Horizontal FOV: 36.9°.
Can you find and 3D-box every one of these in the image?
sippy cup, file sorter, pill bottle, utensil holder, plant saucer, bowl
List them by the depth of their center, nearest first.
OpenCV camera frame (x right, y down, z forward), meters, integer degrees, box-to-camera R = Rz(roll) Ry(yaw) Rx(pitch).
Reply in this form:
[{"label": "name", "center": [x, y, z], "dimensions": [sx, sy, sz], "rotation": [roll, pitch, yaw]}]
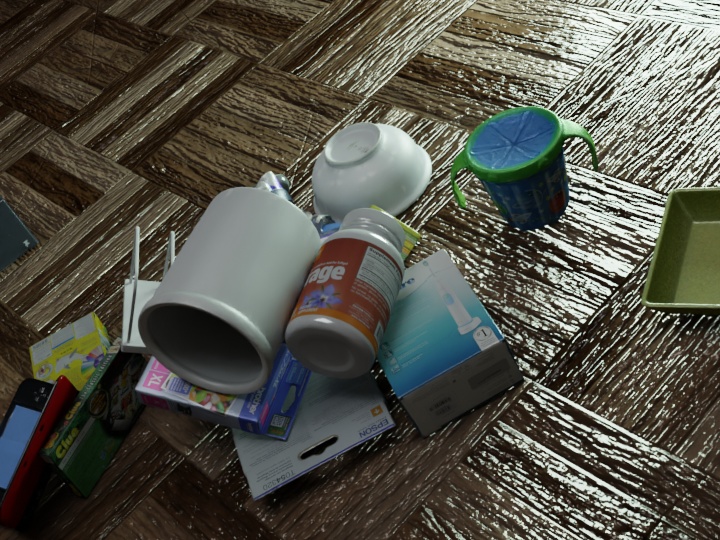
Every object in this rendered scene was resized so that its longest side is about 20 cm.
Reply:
[{"label": "plant saucer", "center": [0.452, -0.015, 1.275], "dimensions": [0.199, 0.048, 0.200], "rotation": [0, 48, 30]}, {"label": "pill bottle", "center": [-0.011, 0.023, 1.321], "dimensions": [0.112, 0.112, 0.200], "rotation": [-3, 47, 28]}, {"label": "utensil holder", "center": [-0.155, 0.021, 1.322], "dimensions": [0.169, 0.170, 0.200], "rotation": [-2, 46, 28]}, {"label": "sippy cup", "center": [0.223, -0.130, 1.465], "dimensions": [0.177, 0.131, 0.140], "rotation": [14, 54, 39]}, {"label": "file sorter", "center": [-0.219, 0.029, 1.485], "dimensions": [0.199, 0.125, 0.139], "rotation": [6, 38, -15]}, {"label": "bowl", "center": [0.003, -0.163, 1.661], "dimensions": [0.200, 0.090, 0.201], "rotation": [-17, 41, 15]}]

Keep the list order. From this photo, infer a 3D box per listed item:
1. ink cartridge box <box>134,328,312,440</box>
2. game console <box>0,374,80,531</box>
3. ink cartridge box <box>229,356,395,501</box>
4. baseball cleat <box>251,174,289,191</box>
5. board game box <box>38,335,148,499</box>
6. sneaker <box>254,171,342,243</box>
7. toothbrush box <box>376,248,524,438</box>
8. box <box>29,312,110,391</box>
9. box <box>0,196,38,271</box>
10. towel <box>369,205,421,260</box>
[{"label": "ink cartridge box", "center": [-0.169, 0.134, 1.364], "dimensions": [0.199, 0.042, 0.120], "rotation": [14, 56, 11]}, {"label": "game console", "center": [-0.463, 0.232, 1.441], "dimensions": [0.172, 0.119, 0.201], "rotation": [10, 68, 31]}, {"label": "ink cartridge box", "center": [-0.067, 0.183, 1.367], "dimensions": [0.196, 0.043, 0.200], "rotation": [-28, 43, 1]}, {"label": "baseball cleat", "center": [-0.172, -0.063, 1.687], "dimensions": [0.200, 0.070, 0.106], "rotation": [-42, 55, -9]}, {"label": "board game box", "center": [-0.349, 0.197, 1.464], "dimensions": [0.023, 0.105, 0.200], "rotation": [8, 50, 28]}, {"label": "sneaker", "center": [-0.100, -0.084, 1.591], "dimensions": [0.199, 0.081, 0.147], "rotation": [-17, 83, 21]}, {"label": "toothbrush box", "center": [0.090, 0.086, 1.345], "dimensions": [0.146, 0.085, 0.200], "rotation": [-30, 40, 0]}, {"label": "box", "center": [-0.418, 0.158, 1.593], "dimensions": [0.117, 0.048, 0.200], "rotation": [-29, 38, -2]}, {"label": "box", "center": [-0.723, -0.064, 1.954], "dimensions": [0.197, 0.118, 0.200], "rotation": [-40, 42, -14]}, {"label": "towel", "center": [0.000, 0.000, 1.509], "dimensions": [0.086, 0.018, 0.200], "rotation": [33, 62, 6]}]
